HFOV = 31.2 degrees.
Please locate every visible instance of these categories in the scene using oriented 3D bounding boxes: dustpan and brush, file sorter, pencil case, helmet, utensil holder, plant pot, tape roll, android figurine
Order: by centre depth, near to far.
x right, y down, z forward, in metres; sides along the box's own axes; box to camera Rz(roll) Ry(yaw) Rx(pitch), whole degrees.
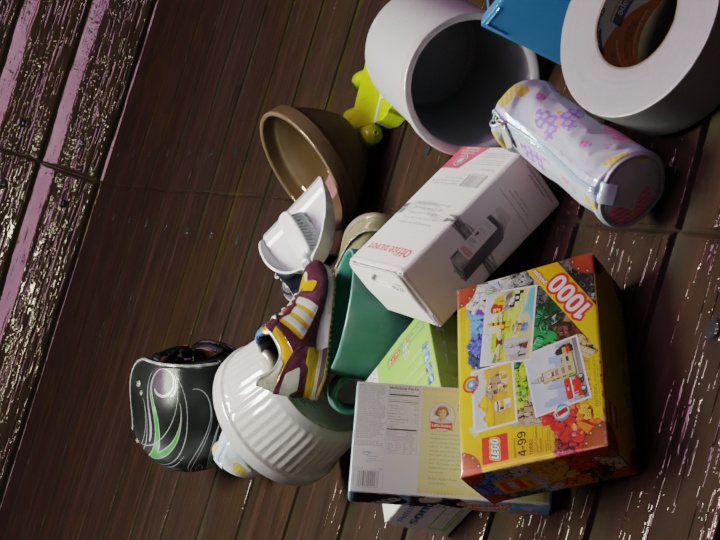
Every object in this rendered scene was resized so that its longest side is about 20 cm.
[{"bbox_3d":[0.288,-0.236,1.251,0.200,0.066,0.202,-26,56,48],"label":"tape roll"},{"bbox_3d":[0.214,-0.120,1.289,0.200,0.090,0.084,45,116,46],"label":"pencil case"},{"bbox_3d":[0.240,-0.340,1.386,0.200,0.138,0.124,-47,30,43],"label":"file sorter"},{"bbox_3d":[0.103,-0.249,1.575,0.171,0.169,0.200,-66,23,13],"label":"utensil holder"},{"bbox_3d":[-0.075,-0.026,1.766,0.140,0.057,0.201,-45,53,21],"label":"dustpan and brush"},{"bbox_3d":[-0.142,0.203,1.864,0.083,0.091,0.201,35,114,19],"label":"pencil case"},{"bbox_3d":[-0.053,-0.166,1.890,0.092,0.202,0.200,-35,15,-20],"label":"plant pot"},{"bbox_3d":[0.033,-0.267,1.893,0.200,0.041,0.184,-4,70,66],"label":"android figurine"},{"bbox_3d":[-0.261,0.218,2.005,0.200,0.198,0.193,-155,61,-66],"label":"helmet"}]

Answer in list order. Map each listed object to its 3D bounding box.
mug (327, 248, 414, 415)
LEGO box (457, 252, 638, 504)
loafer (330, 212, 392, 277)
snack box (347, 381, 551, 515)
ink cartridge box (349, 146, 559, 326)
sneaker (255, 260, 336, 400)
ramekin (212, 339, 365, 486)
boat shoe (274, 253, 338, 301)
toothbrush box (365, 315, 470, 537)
[{"bbox_3d":[0.023,0.070,1.576,0.153,0.113,0.186,-91,15,-49],"label":"mug"},{"bbox_3d":[0.173,0.103,1.221,0.148,0.077,0.202,-17,53,26],"label":"LEGO box"},{"bbox_3d":[0.000,0.000,1.745,0.201,0.075,0.069,120,154,-46],"label":"loafer"},{"bbox_3d":[0.090,0.176,1.282,0.037,0.198,0.117,88,-173,-63],"label":"snack box"},{"bbox_3d":[0.102,-0.042,1.435,0.200,0.085,0.145,-43,20,-13],"label":"ink cartridge box"},{"bbox_3d":[-0.082,0.064,1.582,0.075,0.089,0.201,111,165,-47],"label":"sneaker"},{"bbox_3d":[-0.080,0.164,1.657,0.105,0.199,0.201,-40,38,34],"label":"ramekin"},{"bbox_3d":[-0.094,0.000,1.912,0.200,0.092,0.075,-20,56,60],"label":"boat shoe"},{"bbox_3d":[0.083,0.166,1.429,0.146,0.085,0.201,-54,29,36],"label":"toothbrush box"}]
